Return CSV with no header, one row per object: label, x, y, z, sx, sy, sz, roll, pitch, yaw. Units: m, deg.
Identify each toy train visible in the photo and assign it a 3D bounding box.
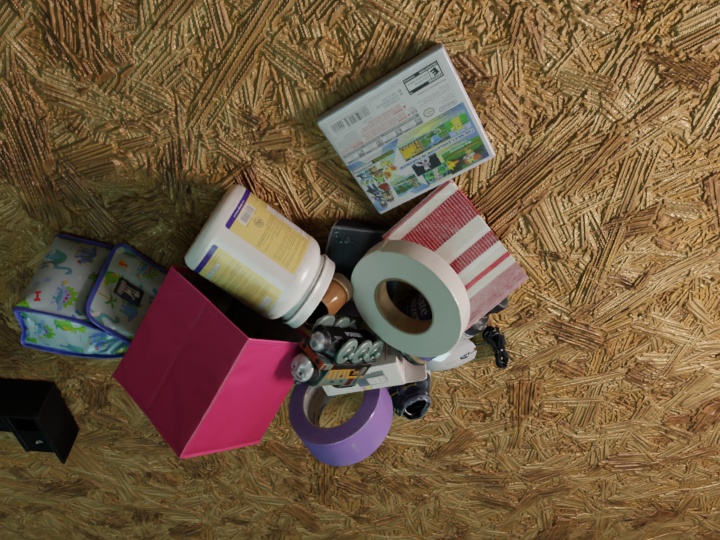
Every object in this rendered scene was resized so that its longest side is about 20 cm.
toy train,-0.037,0.139,0.899,0.115,0.085,0.199,-53,155,10

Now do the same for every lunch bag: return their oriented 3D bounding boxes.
lunch bag,-0.436,0.048,0.916,0.195,0.173,0.129,15,136,-11

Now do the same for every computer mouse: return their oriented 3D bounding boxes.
computer mouse,0.193,0.168,1.091,0.195,0.045,0.111,-12,133,13

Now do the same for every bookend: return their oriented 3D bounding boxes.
bookend,-0.785,0.345,1.260,0.194,0.093,0.202,5,134,-1

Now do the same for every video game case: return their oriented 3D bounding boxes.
video game case,0.066,-0.189,0.778,0.196,0.022,0.183,-24,128,22

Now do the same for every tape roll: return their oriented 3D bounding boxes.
tape roll,-0.039,0.272,1.089,0.195,0.203,0.086,-14,132,15
tape roll,0.075,0.047,0.865,0.199,0.037,0.206,22,135,23

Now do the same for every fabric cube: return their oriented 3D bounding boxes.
fabric cube,-0.228,0.141,0.877,0.202,0.198,0.195,-58,154,7

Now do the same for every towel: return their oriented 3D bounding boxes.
towel,0.146,-0.020,0.855,0.143,0.023,0.201,-39,95,13

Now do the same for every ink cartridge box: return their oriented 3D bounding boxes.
ink cartridge box,0.022,0.157,1.035,0.195,0.119,0.068,-12,131,13

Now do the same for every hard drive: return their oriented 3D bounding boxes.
hard drive,0.000,0.000,0.942,0.131,0.043,0.203,7,133,-4

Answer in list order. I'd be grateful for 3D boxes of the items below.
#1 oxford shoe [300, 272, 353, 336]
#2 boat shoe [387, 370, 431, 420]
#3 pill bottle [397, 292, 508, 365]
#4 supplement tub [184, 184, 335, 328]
oxford shoe,-0.083,0.074,0.945,0.071,0.071,0.200,43,143,4
boat shoe,0.083,0.286,1.173,0.069,0.092,0.201,21,131,-17
pill bottle,0.152,0.074,0.958,0.111,0.113,0.199,36,124,-28
supplement tub,-0.151,-0.018,0.845,0.198,0.147,0.145,36,126,-17
